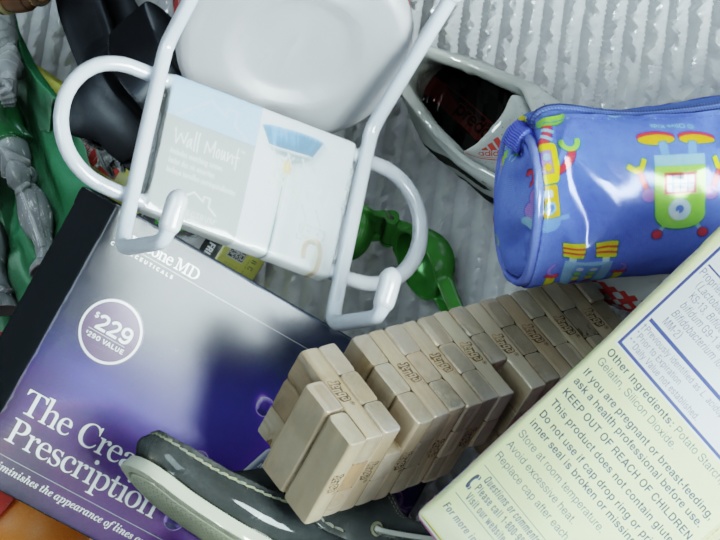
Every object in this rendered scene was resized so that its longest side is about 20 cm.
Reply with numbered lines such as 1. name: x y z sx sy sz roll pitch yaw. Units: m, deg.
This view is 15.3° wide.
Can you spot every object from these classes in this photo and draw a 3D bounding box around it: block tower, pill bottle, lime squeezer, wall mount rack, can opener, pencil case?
1. block tower: 0.044 0.054 1.207 0.054 0.199 0.058 51 132 25
2. pill bottle: -0.038 -0.169 1.313 0.113 0.114 0.201 -25 40 15
3. lime squeezer: 0.000 0.000 1.313 0.199 0.038 0.071 27 69 9
4. wall mount rack: -0.030 -0.073 1.201 0.074 0.199 0.175 -12 63 58
5. can opener: -0.121 -0.108 1.361 0.079 0.063 0.200 -41 29 8
6. pencil case: 0.157 -0.042 1.205 0.198 0.078 0.088 -7 104 -12

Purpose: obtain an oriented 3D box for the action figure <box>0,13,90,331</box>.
1. action figure: -0.194 -0.073 1.369 0.118 0.055 0.201 -28 63 18

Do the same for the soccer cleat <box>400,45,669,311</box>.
1. soccer cleat: 0.093 -0.044 1.273 0.200 0.085 0.069 39 93 27

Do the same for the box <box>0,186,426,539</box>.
1. box: -0.073 0.072 1.252 0.142 0.199 0.079 -62 20 -4

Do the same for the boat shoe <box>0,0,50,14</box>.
1. boat shoe: -0.142 -0.215 1.399 0.067 0.072 0.201 6 52 21

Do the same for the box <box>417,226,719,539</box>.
1. box: 0.151 0.087 1.161 0.200 0.176 0.097 -43 64 7

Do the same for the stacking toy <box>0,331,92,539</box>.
1. stacking toy: -0.214 0.069 1.297 0.146 0.200 0.147 -25 48 31

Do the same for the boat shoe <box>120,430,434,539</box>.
1. boat shoe: -0.017 0.113 1.204 0.072 0.199 0.068 -1 64 65

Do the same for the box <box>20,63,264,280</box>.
1. box: -0.138 -0.045 1.391 0.200 0.050 0.076 34 92 28
